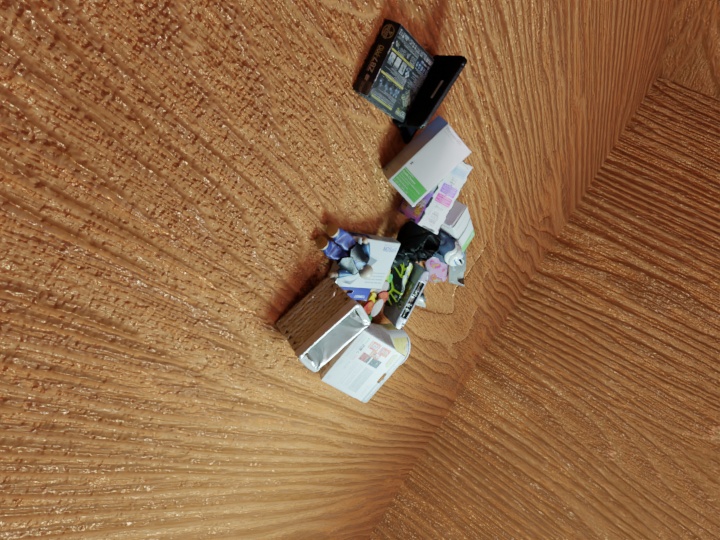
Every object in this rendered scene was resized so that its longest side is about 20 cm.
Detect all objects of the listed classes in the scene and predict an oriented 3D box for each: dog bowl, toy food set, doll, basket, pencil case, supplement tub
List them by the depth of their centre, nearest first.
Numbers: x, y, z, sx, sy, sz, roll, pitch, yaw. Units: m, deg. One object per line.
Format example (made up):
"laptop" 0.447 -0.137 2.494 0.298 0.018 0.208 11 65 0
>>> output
"doll" -0.033 -0.034 1.558 0.137 0.048 0.200 -49 136 2
"basket" -0.095 0.132 1.567 0.200 0.123 0.136 -41 152 -6
"toy food set" 0.028 0.076 1.853 0.201 0.048 0.198 -52 154 -15
"supplement tub" 0.059 0.241 1.979 0.199 0.145 0.147 9 111 -62
"pencil case" 0.252 -0.037 2.098 0.088 0.087 0.201 -50 153 -17
"dog bowl" 0.336 -0.045 2.170 0.200 0.058 0.203 2 90 -82

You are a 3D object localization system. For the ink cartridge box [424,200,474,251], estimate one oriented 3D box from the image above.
"ink cartridge box" 0.260 -0.152 1.908 0.084 0.145 0.200 -54 155 -9

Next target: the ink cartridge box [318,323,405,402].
"ink cartridge box" 0.003 0.263 1.827 0.175 0.084 0.200 34 105 -26

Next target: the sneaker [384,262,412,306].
"sneaker" 0.123 0.023 1.940 0.076 0.075 0.202 -25 143 -57

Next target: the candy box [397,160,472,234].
"candy box" 0.198 -0.220 1.697 0.071 0.168 0.202 24 100 -23

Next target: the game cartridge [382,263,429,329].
"game cartridge" 0.140 0.072 1.967 0.040 0.133 0.202 25 97 -21

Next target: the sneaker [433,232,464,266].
"sneaker" 0.247 -0.053 1.927 0.081 0.146 0.200 -51 179 -15

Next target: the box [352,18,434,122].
"box" 0.078 -0.435 1.384 0.199 0.049 0.163 7 110 -63

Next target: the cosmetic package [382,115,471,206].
"cosmetic package" 0.164 -0.274 1.564 0.200 0.085 0.107 -43 117 13

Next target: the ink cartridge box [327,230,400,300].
"ink cartridge box" 0.000 0.000 1.679 0.198 0.041 0.202 4 115 -47

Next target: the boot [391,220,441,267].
"boot" 0.166 -0.086 1.776 0.074 0.162 0.199 51 54 -17

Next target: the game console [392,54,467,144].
"game console" 0.181 -0.410 1.528 0.116 0.175 0.201 35 86 -36

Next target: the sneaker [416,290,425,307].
"sneaker" 0.177 0.071 2.049 0.200 0.077 0.078 -135 -117 -83
